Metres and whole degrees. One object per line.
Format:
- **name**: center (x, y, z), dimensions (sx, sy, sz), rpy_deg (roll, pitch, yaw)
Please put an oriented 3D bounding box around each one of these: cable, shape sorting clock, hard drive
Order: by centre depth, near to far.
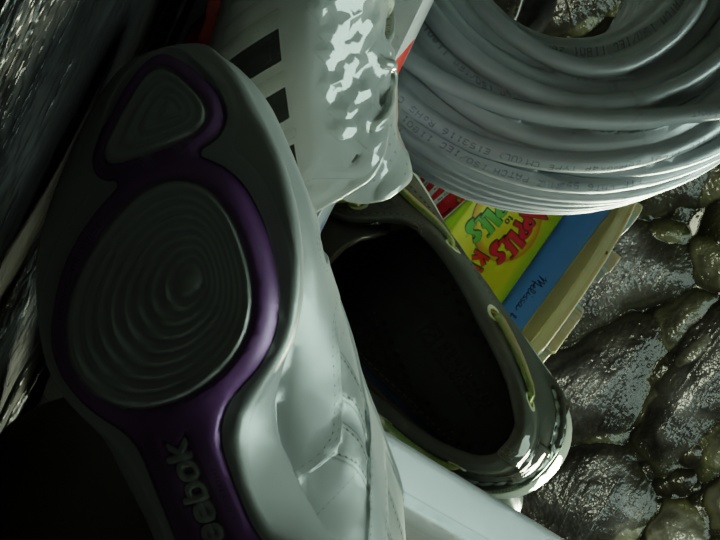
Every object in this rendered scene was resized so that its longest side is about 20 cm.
- **cable**: center (0.072, -0.120, 0.737), dimensions (0.069, 0.199, 0.201), rpy_deg (137, -64, -73)
- **hard drive**: center (-0.006, 0.084, 0.747), dimensions (0.200, 0.132, 0.027), rpy_deg (35, 68, -47)
- **shape sorting clock**: center (0.072, 0.027, 0.963), dimensions (0.200, 0.039, 0.200), rpy_deg (-53, -179, 2)

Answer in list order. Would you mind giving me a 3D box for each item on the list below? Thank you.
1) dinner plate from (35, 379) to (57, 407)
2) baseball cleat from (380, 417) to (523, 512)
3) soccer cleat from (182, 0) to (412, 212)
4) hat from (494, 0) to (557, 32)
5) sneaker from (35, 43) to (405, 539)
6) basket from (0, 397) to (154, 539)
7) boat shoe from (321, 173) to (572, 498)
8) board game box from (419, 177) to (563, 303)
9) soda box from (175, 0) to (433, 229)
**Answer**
- **dinner plate**: center (-0.132, 0.098, 0.800), dimensions (0.200, 0.024, 0.201), rpy_deg (26, 90, -90)
- **baseball cleat**: center (-0.002, 0.027, 0.832), dimensions (0.070, 0.200, 0.107), rpy_deg (-27, -145, 44)
- **soccer cleat**: center (-0.014, -0.064, 0.586), dimensions (0.200, 0.085, 0.069), rpy_deg (-63, -179, 20)
- **hat**: center (0.044, -0.135, 0.871), dimensions (0.201, 0.081, 0.201), rpy_deg (11, 90, -73)
- **sneaker**: center (-0.033, 0.037, 0.555), dimensions (0.100, 0.075, 0.201), rpy_deg (-38, 118, -73)
- **basket**: center (-0.093, 0.145, 0.600), dimensions (0.180, 0.136, 0.200), rpy_deg (-38, -158, 36)
- **boat shoe**: center (0.002, -0.002, 0.747), dimensions (0.072, 0.202, 0.060), rpy_deg (-41, 164, 4)
- **board game box**: center (0.003, -0.025, 0.966), dimensions (0.102, 0.048, 0.200), rpy_deg (-54, -147, -7)
- **soda box**: center (-0.023, -0.069, 0.653), dimensions (0.201, 0.068, 0.063), rpy_deg (-63, -179, 16)
